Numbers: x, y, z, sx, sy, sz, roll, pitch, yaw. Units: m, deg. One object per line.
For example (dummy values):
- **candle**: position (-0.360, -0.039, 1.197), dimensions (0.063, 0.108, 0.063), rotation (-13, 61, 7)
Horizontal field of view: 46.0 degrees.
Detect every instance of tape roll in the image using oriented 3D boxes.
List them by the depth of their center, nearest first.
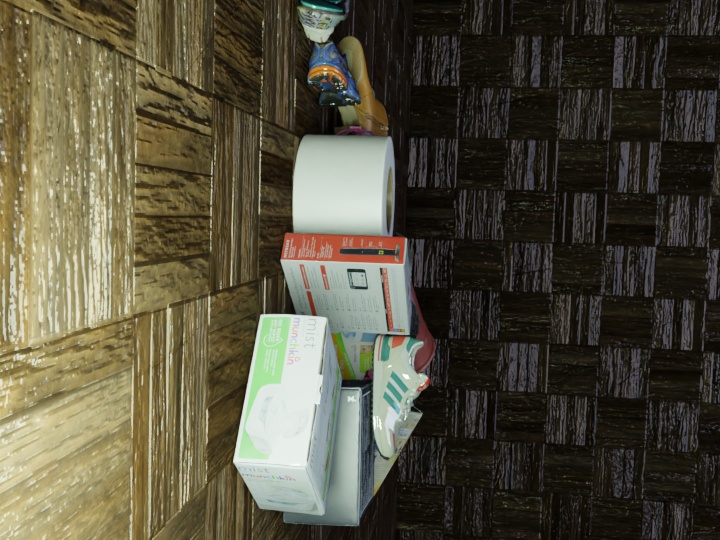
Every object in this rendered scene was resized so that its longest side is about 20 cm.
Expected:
- **tape roll**: position (-0.021, -0.113, 1.345), dimensions (0.203, 0.137, 0.206), rotation (1, 90, -82)

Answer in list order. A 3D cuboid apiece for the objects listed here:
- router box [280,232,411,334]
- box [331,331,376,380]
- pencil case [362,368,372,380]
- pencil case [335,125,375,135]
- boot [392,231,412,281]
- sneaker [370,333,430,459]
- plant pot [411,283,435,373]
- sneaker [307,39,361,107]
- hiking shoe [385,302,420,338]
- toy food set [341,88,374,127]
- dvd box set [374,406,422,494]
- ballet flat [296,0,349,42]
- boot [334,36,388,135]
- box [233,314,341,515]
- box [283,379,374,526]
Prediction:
- **router box**: position (-0.015, 0.023, 1.270), dimensions (0.201, 0.177, 0.049), rotation (82, 13, -56)
- **box**: position (-0.009, 0.149, 1.608), dimensions (0.102, 0.111, 0.202), rotation (-79, 169, -59)
- **pencil case**: position (0.003, 0.276, 1.546), dimensions (0.090, 0.094, 0.201), rotation (23, 100, -43)
- **pencil case**: position (-0.002, -0.154, 1.503), dimensions (0.086, 0.082, 0.202), rotation (41, -30, 38)
- **boot**: position (0.001, -0.002, 1.491), dimensions (0.072, 0.198, 0.184), rotation (-33, -125, 45)
- **sneaker**: position (0.066, 0.200, 1.360), dimensions (0.070, 0.092, 0.202), rotation (67, 22, -71)
- **plant pot**: position (0.050, 0.102, 1.820), dimensions (0.202, 0.198, 0.197), rotation (-78, 160, -51)
- **sneaker**: position (-0.040, -0.321, 1.397), dimensions (0.200, 0.074, 0.080), rotation (48, 41, -82)
- **hiking shoe**: position (0.053, 0.065, 1.673), dimensions (0.100, 0.075, 0.202), rotation (12, -59, 57)
- **toy food set**: position (-0.012, -0.259, 1.727), dimensions (0.201, 0.060, 0.145), rotation (96, 2, -47)
- **dvd box set**: position (0.020, 0.323, 1.491), dimensions (0.146, 0.029, 0.201), rotation (21, 101, -56)
- **ballet flat**: position (-0.055, -0.384, 1.288), dimensions (0.201, 0.071, 0.073), rotation (-70, 161, -63)
- **boot**: position (0.003, -0.317, 1.560), dimensions (0.144, 0.070, 0.204), rotation (-11, 105, -61)
- **box**: position (-0.085, 0.188, 1.096), dimensions (0.177, 0.095, 0.202), rotation (79, 15, -57)
- **box**: position (-0.045, 0.275, 1.326), dimensions (0.198, 0.121, 0.203), rotation (37, 54, -82)
